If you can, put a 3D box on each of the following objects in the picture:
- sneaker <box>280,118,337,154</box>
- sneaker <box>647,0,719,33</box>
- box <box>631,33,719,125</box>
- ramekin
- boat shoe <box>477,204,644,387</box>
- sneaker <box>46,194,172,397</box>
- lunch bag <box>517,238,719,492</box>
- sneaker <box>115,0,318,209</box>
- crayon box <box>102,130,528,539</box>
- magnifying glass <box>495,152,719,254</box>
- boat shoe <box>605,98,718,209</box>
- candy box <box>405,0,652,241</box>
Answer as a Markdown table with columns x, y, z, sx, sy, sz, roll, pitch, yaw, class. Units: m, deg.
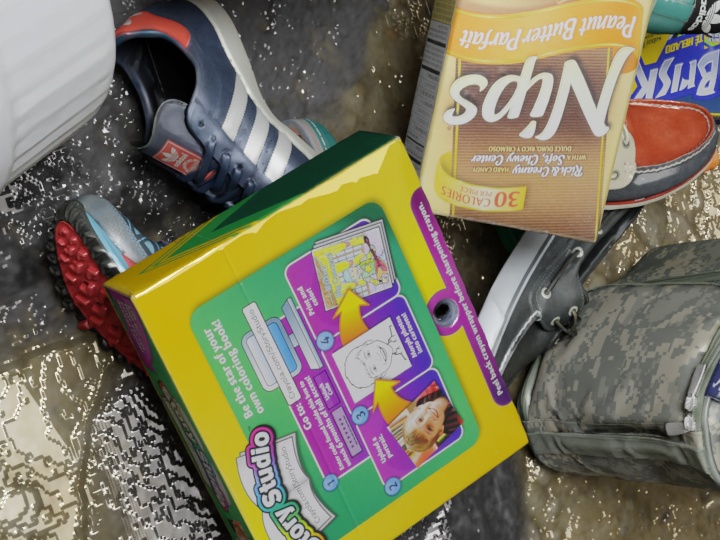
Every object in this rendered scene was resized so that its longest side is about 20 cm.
| x | y | z | sx | sy | sz | roll | pitch | yaw | class |
| --- | --- | --- | --- | --- | --- | --- | --- | --- | --- |
| 0.000 | 0.000 | 0.916 | 0.079 | 0.071 | 0.202 | -18 | 90 | -45 | sneaker |
| 0.192 | -0.205 | 0.983 | 0.079 | 0.072 | 0.201 | 15 | 32 | -10 | sneaker |
| 0.176 | -0.135 | 1.024 | 0.198 | 0.070 | 0.065 | -2 | 86 | -29 | box |
| -0.214 | -0.134 | 0.740 | 0.097 | 0.200 | 0.202 | -37 | 101 | -34 | ramekin |
| 0.122 | 0.012 | 0.949 | 0.056 | 0.069 | 0.201 | 25 | 66 | 16 | boat shoe |
| -0.097 | 0.021 | 0.858 | 0.200 | 0.079 | 0.096 | 50 | 55 | -24 | sneaker |
| 0.213 | 0.071 | 0.943 | 0.167 | 0.199 | 0.141 | -34 | 104 | -28 | lunch bag |
| -0.082 | -0.064 | 0.853 | 0.084 | 0.075 | 0.201 | -26 | 79 | -48 | sneaker |
| -0.019 | 0.053 | 0.813 | 0.171 | 0.058 | 0.202 | -31 | 110 | -18 | crayon box |
| 0.177 | -0.058 | 1.043 | 0.198 | 0.022 | 0.081 | -20 | 93 | -30 | magnifying glass |
| 0.136 | -0.081 | 0.936 | 0.197 | 0.063 | 0.072 | -8 | 56 | -6 | boat shoe |
| 0.099 | -0.127 | 0.851 | 0.114 | 0.055 | 0.203 | 9 | 101 | -13 | candy box |
